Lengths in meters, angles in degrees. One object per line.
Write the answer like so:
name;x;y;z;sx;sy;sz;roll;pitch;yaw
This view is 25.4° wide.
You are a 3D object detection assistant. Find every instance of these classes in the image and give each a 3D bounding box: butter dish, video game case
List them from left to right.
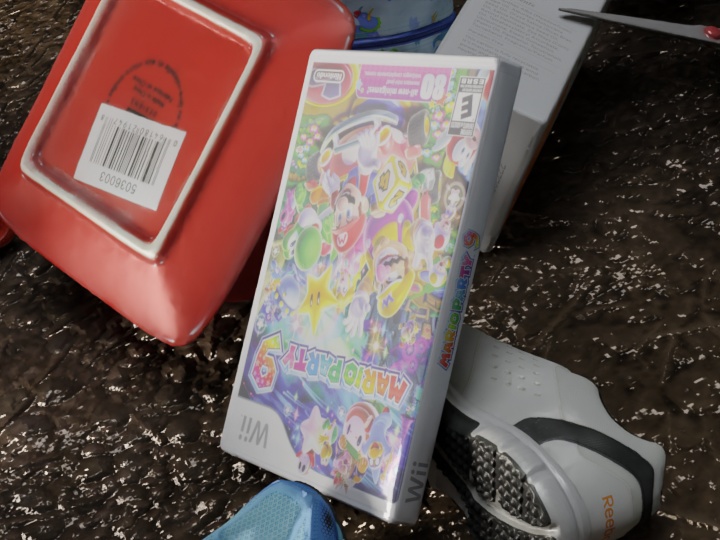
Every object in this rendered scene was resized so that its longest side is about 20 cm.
butter dish;-0.079;-0.069;0.899;0.199;0.147;0.201;31;94;36
video game case;0.000;0.000;0.730;0.018;0.202;0.143;13;0;-37

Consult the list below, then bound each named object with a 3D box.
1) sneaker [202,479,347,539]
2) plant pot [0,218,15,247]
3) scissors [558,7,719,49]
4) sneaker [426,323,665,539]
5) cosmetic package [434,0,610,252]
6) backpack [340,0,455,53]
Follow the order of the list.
sneaker;-0.076;0.150;0.635;0.078;0.091;0.200;14;44;36
plant pot;-0.358;-0.085;1.002;0.198;0.202;0.176;-27;23;-15
scissors;0.207;-0.124;0.882;0.198;0.014;0.074;-2;47;-25
sneaker;0.060;0.066;0.726;0.079;0.074;0.200;-16;37;-25
cosmetic package;0.087;-0.117;0.909;0.071;0.102;0.201;25;46;5
backpack;-0.030;-0.163;0.997;0.162;0.155;0.199;-15;34;-40
